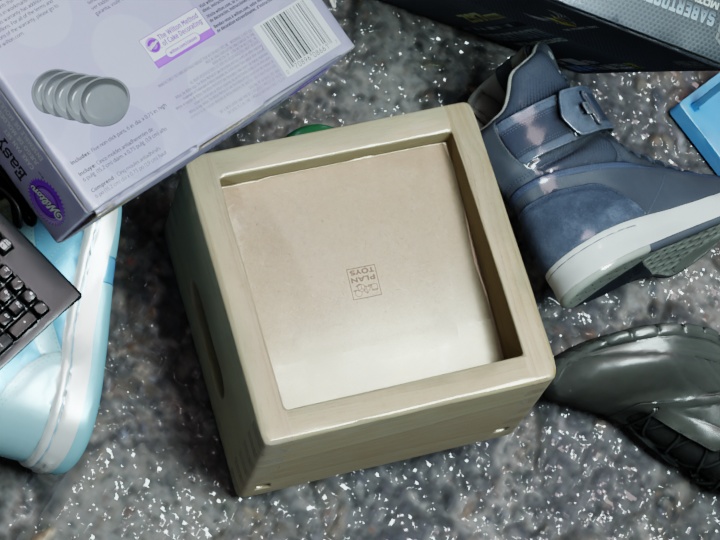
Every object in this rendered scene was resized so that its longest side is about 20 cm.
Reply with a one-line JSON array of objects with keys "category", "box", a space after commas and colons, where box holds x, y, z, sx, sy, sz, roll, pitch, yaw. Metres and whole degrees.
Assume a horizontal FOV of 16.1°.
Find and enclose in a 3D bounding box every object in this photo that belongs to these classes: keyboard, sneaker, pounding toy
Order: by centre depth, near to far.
[{"category": "keyboard", "box": [-0.216, -0.048, 1.216, 0.200, 0.040, 0.104, 45, 60, 1]}, {"category": "sneaker", "box": [-0.193, -0.005, 1.268, 0.131, 0.080, 0.200, 12, 64, -23]}, {"category": "pounding toy", "box": [0.000, 0.000, 1.346, 0.184, 0.142, 0.200, -12, 72, -15]}, {"category": "sneaker", "box": [0.194, 0.081, 1.432, 0.200, 0.076, 0.091, 7, 73, -21]}, {"category": "sneaker", "box": [0.141, -0.065, 1.449, 0.202, 0.077, 0.146, -13, 64, -53]}]

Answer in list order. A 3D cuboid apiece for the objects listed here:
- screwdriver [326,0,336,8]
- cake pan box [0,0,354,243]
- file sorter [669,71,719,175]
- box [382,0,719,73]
[{"category": "screwdriver", "box": [-0.025, -0.198, 1.368, 0.028, 0.029, 0.200, 36, 20, -31]}, {"category": "cake pan box", "box": [-0.123, -0.138, 1.257, 0.200, 0.052, 0.184, -37, 93, -35]}, {"category": "file sorter", "box": [0.320, -0.112, 1.544, 0.200, 0.123, 0.139, -36, 87, -33]}, {"category": "box", "box": [0.102, -0.156, 1.408, 0.158, 0.200, 0.051, 19, 87, -20]}]
